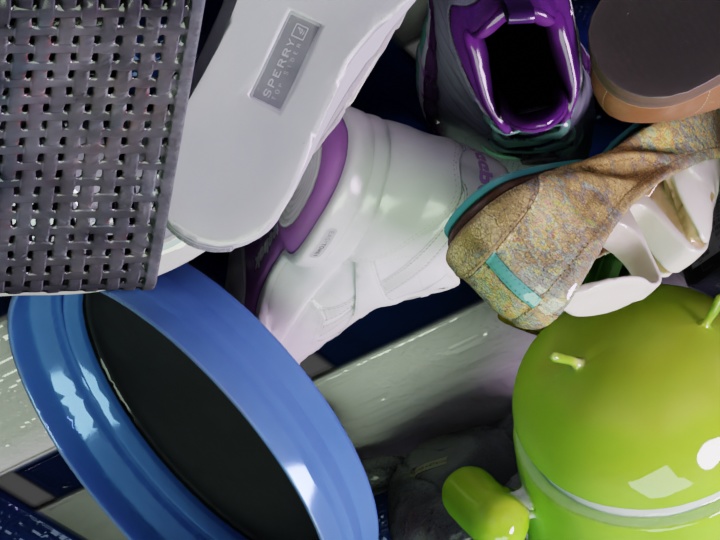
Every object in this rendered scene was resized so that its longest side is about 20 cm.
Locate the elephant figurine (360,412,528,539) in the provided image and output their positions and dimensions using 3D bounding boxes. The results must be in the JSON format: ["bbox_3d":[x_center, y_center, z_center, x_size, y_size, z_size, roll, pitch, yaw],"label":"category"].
[{"bbox_3d":[0.103,0.173,1.431,0.141,0.155,0.200,-28,115,-3],"label":"elephant figurine"}]

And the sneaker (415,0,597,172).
[{"bbox_3d":[0.059,-0.069,1.155,0.074,0.088,0.200,-13,145,5],"label":"sneaker"}]

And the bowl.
[{"bbox_3d":[-0.071,0.072,1.259,0.039,0.200,0.201,-40,156,-27],"label":"bowl"}]

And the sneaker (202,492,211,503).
[{"bbox_3d":[-0.025,0.170,1.374,0.079,0.201,0.095,-24,179,25],"label":"sneaker"}]

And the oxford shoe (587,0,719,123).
[{"bbox_3d":[0.180,-0.111,1.145,0.199,0.072,0.071,-19,164,-5],"label":"oxford shoe"}]

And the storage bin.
[{"bbox_3d":[-0.116,-0.095,1.033,0.093,0.136,0.200,-1,145,-13],"label":"storage bin"}]

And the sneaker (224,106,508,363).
[{"bbox_3d":[0.000,0.000,1.225,0.099,0.075,0.200,8,156,-16],"label":"sneaker"}]

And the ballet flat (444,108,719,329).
[{"bbox_3d":[0.106,-0.021,1.170,0.071,0.071,0.200,-39,172,36],"label":"ballet flat"}]

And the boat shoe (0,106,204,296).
[{"bbox_3d":[-0.141,-0.031,1.177,0.200,0.070,0.072,-12,149,7],"label":"boat shoe"}]

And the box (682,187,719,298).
[{"bbox_3d":[0.262,-0.035,1.286,0.157,0.051,0.200,23,134,-39],"label":"box"}]

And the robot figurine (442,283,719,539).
[{"bbox_3d":[0.127,0.088,1.261,0.175,0.116,0.200,-20,138,-8],"label":"robot figurine"}]

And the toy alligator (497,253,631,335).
[{"bbox_3d":[0.111,0.010,1.319,0.200,0.059,0.054,22,177,-41],"label":"toy alligator"}]

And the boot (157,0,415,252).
[{"bbox_3d":[-0.020,-0.106,1.104,0.073,0.096,0.200,31,101,-11],"label":"boot"}]
